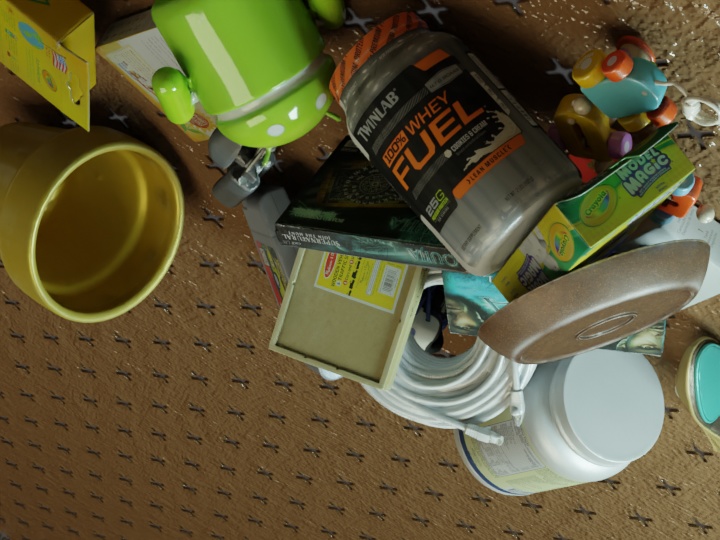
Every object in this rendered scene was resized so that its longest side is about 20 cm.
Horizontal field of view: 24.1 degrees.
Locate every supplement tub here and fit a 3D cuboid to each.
[{"bbox_3d":[0.200,0.148,1.718,0.145,0.145,0.200,36,153,-16],"label":"supplement tub"},{"bbox_3d":[0.073,-0.105,1.358,0.200,0.122,0.123,48,158,14],"label":"supplement tub"}]

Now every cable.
[{"bbox_3d":[0.080,0.052,1.637,0.199,0.201,0.069,13,-166,16],"label":"cable"}]

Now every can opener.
[{"bbox_3d":[-0.120,-0.110,1.632,0.067,0.053,0.200,37,165,-7],"label":"can opener"}]

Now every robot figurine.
[{"bbox_3d":[-0.095,-0.190,1.396,0.201,0.175,0.116,60,175,-18],"label":"robot figurine"}]

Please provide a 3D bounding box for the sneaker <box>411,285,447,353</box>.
[{"bbox_3d":[0.036,0.019,1.738,0.115,0.081,0.200,-8,132,29],"label":"sneaker"}]

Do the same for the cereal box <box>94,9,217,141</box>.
[{"bbox_3d":[-0.137,-0.188,1.557,0.199,0.040,0.144,-6,138,49],"label":"cereal box"}]

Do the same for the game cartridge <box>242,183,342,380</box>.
[{"bbox_3d":[-0.066,0.011,1.705,0.201,0.041,0.133,70,166,-9],"label":"game cartridge"}]

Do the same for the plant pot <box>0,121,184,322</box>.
[{"bbox_3d":[-0.321,-0.069,1.797,0.188,0.201,0.201,26,158,39],"label":"plant pot"}]

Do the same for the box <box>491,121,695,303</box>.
[{"bbox_3d":[0.182,-0.039,1.311,0.048,0.117,0.200,51,159,10],"label":"box"}]

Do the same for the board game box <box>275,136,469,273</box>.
[{"bbox_3d":[0.039,-0.061,1.492,0.199,0.135,0.028,9,135,34],"label":"board game box"}]

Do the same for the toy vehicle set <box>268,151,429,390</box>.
[{"bbox_3d":[0.000,0.000,1.603,0.124,0.201,0.026,20,-175,18],"label":"toy vehicle set"}]

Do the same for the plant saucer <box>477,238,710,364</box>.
[{"bbox_3d":[0.193,0.031,1.356,0.200,0.199,0.035,124,129,-64],"label":"plant saucer"}]

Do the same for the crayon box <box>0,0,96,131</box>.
[{"bbox_3d":[-0.314,-0.233,1.588,0.200,0.051,0.127,39,155,10],"label":"crayon box"}]

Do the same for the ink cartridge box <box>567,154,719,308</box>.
[{"bbox_3d":[0.221,-0.025,1.504,0.173,0.044,0.200,33,154,-13],"label":"ink cartridge box"}]

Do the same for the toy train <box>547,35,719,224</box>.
[{"bbox_3d":[0.228,-0.115,1.327,0.150,0.056,0.200,23,157,8],"label":"toy train"}]

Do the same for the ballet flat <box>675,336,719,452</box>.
[{"bbox_3d":[0.339,0.128,1.645,0.063,0.069,0.200,21,156,45],"label":"ballet flat"}]

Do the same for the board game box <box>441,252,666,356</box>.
[{"bbox_3d":[0.174,0.024,1.508,0.199,0.028,0.135,6,149,11],"label":"board game box"}]
